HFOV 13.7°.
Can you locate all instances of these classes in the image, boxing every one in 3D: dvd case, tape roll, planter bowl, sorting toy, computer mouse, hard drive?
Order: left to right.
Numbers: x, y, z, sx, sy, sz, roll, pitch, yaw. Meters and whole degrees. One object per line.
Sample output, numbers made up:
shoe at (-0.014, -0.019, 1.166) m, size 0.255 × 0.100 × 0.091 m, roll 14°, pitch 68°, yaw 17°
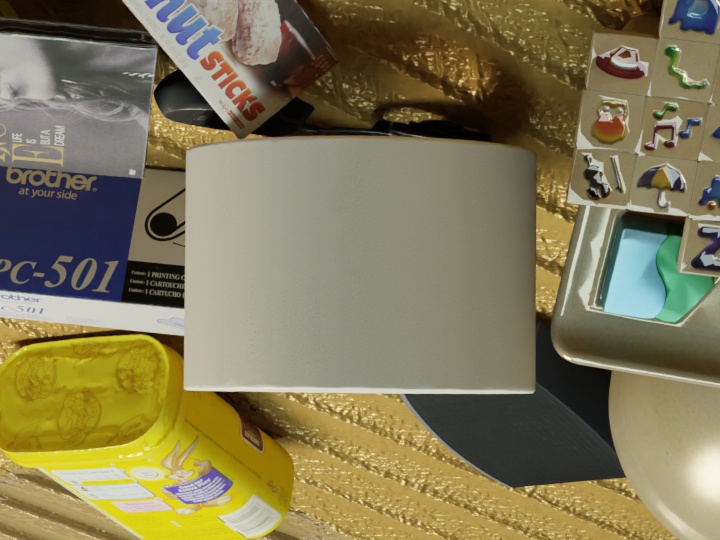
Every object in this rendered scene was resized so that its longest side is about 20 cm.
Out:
dvd case at (-0.215, -0.098, 1.651) m, size 0.200 × 0.016 × 0.149 m, roll 5°, pitch 154°, yaw -5°
computer mouse at (-0.020, -0.093, 1.707) m, size 0.200 × 0.034 × 0.059 m, roll 8°, pitch 170°, yaw -18°
tape roll at (0.000, 0.000, 1.687) m, size 0.202 × 0.139 × 0.203 m, roll 1°, pitch 178°, yaw 0°
hard drive at (0.110, 0.096, 2.043) m, size 0.135 × 0.042 × 0.200 m, roll -7°, pitch 151°, yaw 28°
sorting toy at (0.212, -0.027, 1.621) m, size 0.185 × 0.036 × 0.200 m, roll 10°, pitch 111°, yaw -4°
planter bowl at (0.257, 0.063, 1.746) m, size 0.200 × 0.201 × 0.135 m, roll 10°, pitch 156°, yaw -5°

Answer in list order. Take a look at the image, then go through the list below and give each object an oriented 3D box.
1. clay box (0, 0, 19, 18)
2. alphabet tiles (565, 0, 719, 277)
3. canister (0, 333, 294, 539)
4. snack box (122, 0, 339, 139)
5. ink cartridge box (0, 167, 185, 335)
clay box at (-0.249, -0.126, 1.671) m, size 0.115 × 0.048 × 0.200 m, roll -2°, pitch 154°, yaw 17°
alphabet tiles at (0.214, -0.070, 1.581) m, size 0.200 × 0.008 × 0.167 m, roll 7°, pitch 116°, yaw -3°
canister at (-0.152, 0.125, 2.129) m, size 0.148 × 0.087 × 0.200 m, roll -6°, pitch 153°, yaw 26°
snack box at (-0.080, -0.144, 1.572) m, size 0.072 × 0.024 × 0.200 m, roll -38°, pitch 145°, yaw 1°
ink cartridge box at (-0.128, -0.012, 1.823) m, size 0.200 × 0.094 × 0.044 m, roll 5°, pitch 155°, yaw 4°
